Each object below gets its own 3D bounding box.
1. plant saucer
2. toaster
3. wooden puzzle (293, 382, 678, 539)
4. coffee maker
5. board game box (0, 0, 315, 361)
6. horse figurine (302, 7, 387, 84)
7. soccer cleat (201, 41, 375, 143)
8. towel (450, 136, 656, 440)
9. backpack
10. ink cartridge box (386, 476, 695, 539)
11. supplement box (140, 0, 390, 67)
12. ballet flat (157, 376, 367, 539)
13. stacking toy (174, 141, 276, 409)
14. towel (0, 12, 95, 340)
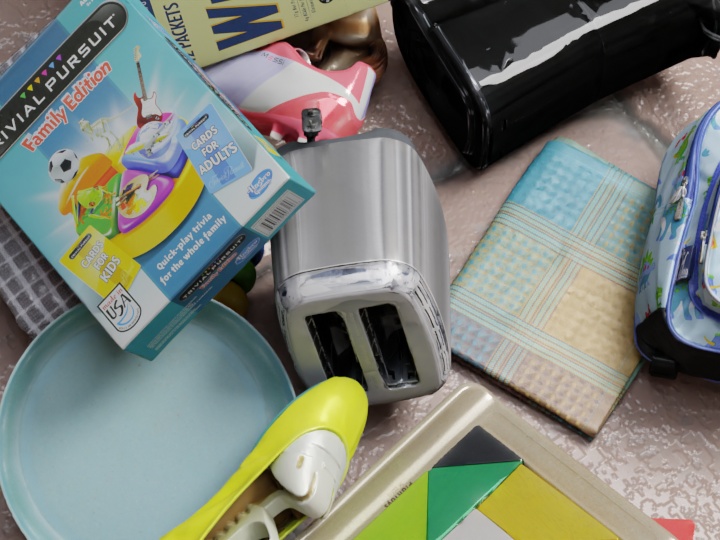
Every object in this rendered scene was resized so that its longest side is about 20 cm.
[{"bbox_3d":[-0.138,0.110,1.624,0.200,0.027,0.201,1,88,-16],"label":"plant saucer"},{"bbox_3d":[0.000,0.000,1.647,0.113,0.200,0.129,-8,53,6],"label":"toaster"},{"bbox_3d":[0.077,0.182,1.579,0.185,0.037,0.200,-42,61,-17],"label":"wooden puzzle"},{"bbox_3d":[0.148,-0.163,1.785,0.200,0.135,0.192,-29,46,-12],"label":"coffee maker"},{"bbox_3d":[-0.149,-0.067,1.590,0.151,0.047,0.200,-46,67,7],"label":"board game box"},{"bbox_3d":[-0.040,-0.190,1.835,0.132,0.050,0.200,-25,59,-25],"label":"horse figurine"},{"bbox_3d":[-0.080,-0.134,1.765,0.200,0.067,0.077,22,75,31],"label":"soccer cleat"},{"bbox_3d":[0.150,0.009,1.769,0.146,0.022,0.200,30,62,9],"label":"towel"},{"bbox_3d":[0.292,-0.025,1.707,0.183,0.147,0.200,12,72,-8],"label":"backpack"},{"bbox_3d":[0.107,0.215,1.599,0.199,0.050,0.161,0,58,14],"label":"ink cartridge box"},{"bbox_3d":[-0.095,-0.265,1.768,0.199,0.134,0.200,-20,42,-4],"label":"supplement box"},{"bbox_3d":[-0.058,0.152,1.594,0.200,0.067,0.067,-43,31,-12],"label":"ballet flat"},{"bbox_3d":[-0.102,0.007,1.708,0.085,0.085,0.200,7,67,-4],"label":"stacking toy"},{"bbox_3d":[-0.193,-0.063,1.676,0.166,0.086,0.200,-41,67,12],"label":"towel"}]
